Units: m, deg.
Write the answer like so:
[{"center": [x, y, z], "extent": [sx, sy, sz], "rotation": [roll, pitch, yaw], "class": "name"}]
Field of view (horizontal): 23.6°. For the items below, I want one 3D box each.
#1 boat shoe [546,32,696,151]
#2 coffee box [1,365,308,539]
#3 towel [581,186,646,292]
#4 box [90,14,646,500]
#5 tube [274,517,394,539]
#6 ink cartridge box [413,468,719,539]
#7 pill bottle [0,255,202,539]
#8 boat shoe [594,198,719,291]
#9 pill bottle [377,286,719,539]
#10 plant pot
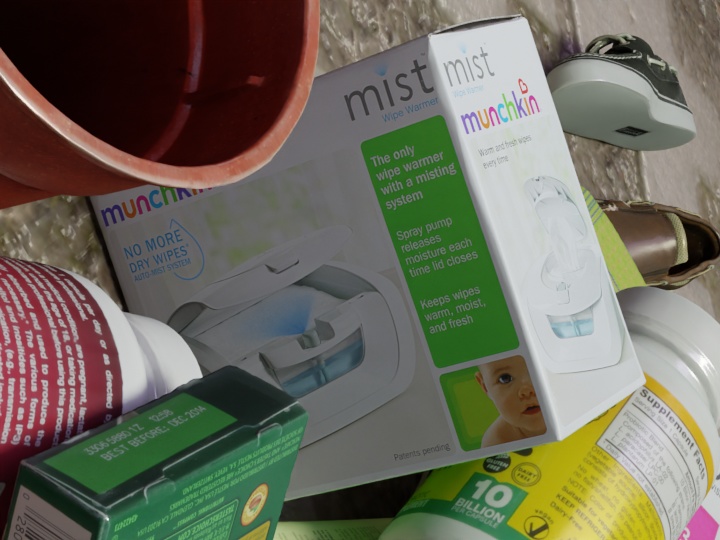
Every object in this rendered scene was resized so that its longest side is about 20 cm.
[{"center": [0.178, -0.131, 1.217], "extent": [0.200, 0.071, 0.064], "rotation": [13, 66, -61], "class": "boat shoe"}, {"center": [-0.090, 0.143, 0.627], "extent": [0.123, 0.044, 0.200], "rotation": [-24, 135, -56], "class": "coffee box"}, {"center": [0.115, 0.054, 1.042], "extent": [0.200, 0.023, 0.144], "rotation": [-47, 115, -38], "class": "towel"}, {"center": [0.000, 0.000, 0.779], "extent": [0.097, 0.200, 0.177], "rotation": [-23, 96, -56], "class": "box"}, {"center": [-0.028, 0.147, 0.816], "extent": [0.058, 0.052, 0.200], "rotation": [42, 23, 32], "class": "tube"}, {"center": [0.132, 0.139, 0.978], "extent": [0.200, 0.075, 0.165], "rotation": [43, 58, -29], "class": "ink cartridge box"}, {"center": [-0.151, 0.047, 0.618], "extent": [0.200, 0.113, 0.113], "rotation": [12, 66, -52], "class": "pill bottle"}, {"center": [0.182, -0.021, 1.162], "extent": [0.202, 0.075, 0.075], "rotation": [-2, 78, -55], "class": "boat shoe"}, {"center": [0.104, 0.101, 0.836], "extent": [0.200, 0.113, 0.113], "rotation": [-47, 116, -33], "class": "pill bottle"}, {"center": [-0.152, -0.099, 0.607], "extent": [0.201, 0.195, 0.201], "rotation": [29, 53, -47], "class": "plant pot"}]
